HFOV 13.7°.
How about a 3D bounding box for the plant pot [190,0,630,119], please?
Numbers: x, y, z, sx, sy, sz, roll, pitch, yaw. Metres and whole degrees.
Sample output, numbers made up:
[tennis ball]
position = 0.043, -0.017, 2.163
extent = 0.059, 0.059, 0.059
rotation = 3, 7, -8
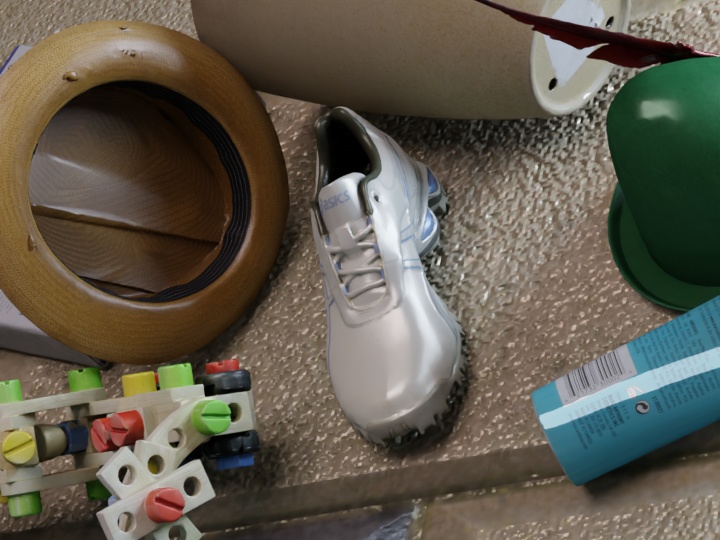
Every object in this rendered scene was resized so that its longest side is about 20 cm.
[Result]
[plant pot]
position = 0.041, -0.158, 1.646
extent = 0.200, 0.187, 0.187
rotation = 24, 69, 33

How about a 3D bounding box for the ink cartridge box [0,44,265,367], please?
[ink cartridge box]
position = -0.179, -0.043, 1.795
extent = 0.200, 0.043, 0.196
rotation = 10, 61, 44

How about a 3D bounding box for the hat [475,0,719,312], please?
[hat]
position = 0.153, -0.091, 1.472
extent = 0.200, 0.176, 0.166
rotation = -22, 43, 20

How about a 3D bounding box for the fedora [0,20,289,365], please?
[fedora]
position = -0.138, -0.043, 1.655
extent = 0.201, 0.201, 0.082
rotation = -55, 27, -18

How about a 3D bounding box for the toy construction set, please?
[toy construction set]
position = -0.130, 0.091, 1.563
extent = 0.131, 0.092, 0.200
rotation = -7, 12, -32

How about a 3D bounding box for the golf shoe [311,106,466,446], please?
[golf shoe]
position = 0.000, 0.000, 1.573
extent = 0.078, 0.097, 0.200
rotation = -24, 43, 16

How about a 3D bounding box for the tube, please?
[tube]
position = 0.180, 0.038, 1.437
extent = 0.200, 0.050, 0.078
rotation = -27, 55, 9
